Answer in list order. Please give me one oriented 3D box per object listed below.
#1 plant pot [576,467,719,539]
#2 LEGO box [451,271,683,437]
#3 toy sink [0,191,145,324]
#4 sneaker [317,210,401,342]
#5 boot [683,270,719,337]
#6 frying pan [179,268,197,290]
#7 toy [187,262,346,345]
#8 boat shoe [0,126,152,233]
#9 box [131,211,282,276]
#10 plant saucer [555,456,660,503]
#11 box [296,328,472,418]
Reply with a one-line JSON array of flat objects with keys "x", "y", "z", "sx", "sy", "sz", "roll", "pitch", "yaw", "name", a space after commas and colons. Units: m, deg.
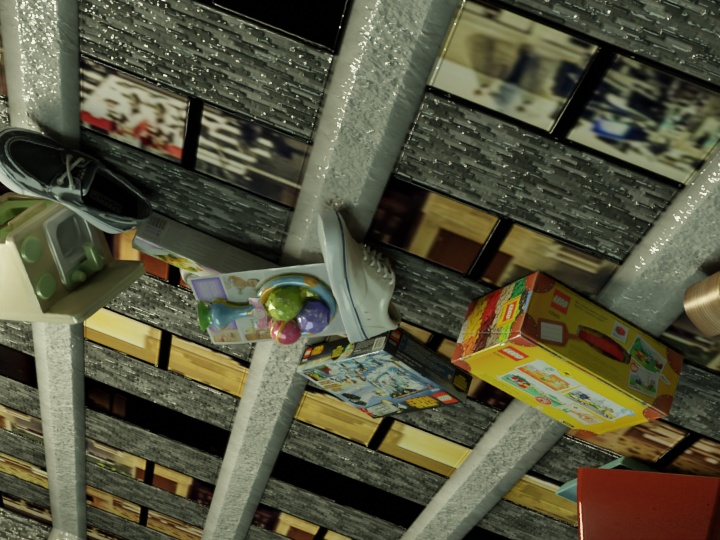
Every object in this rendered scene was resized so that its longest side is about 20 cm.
[{"x": 0.385, "y": 0.376, "z": 1.985, "sx": 0.198, "sy": 0.178, "sz": 0.200, "roll": 0, "pitch": 153, "yaw": 28, "name": "plant pot"}, {"x": 0.222, "y": 0.096, "z": 1.683, "sx": 0.199, "sy": 0.078, "sz": 0.149, "roll": 29, "pitch": 154, "yaw": -18, "name": "LEGO box"}, {"x": -0.373, "y": -0.021, "z": 1.808, "sx": 0.199, "sy": 0.130, "sz": 0.113, "roll": 3, "pitch": 121, "yaw": 37, "name": "toy sink"}, {"x": 0.000, "y": 0.000, "z": 1.689, "sx": 0.070, "sy": 0.073, "sz": 0.201, "roll": -16, "pitch": 142, "yaw": 1, "name": "sneaker"}, {"x": 0.421, "y": 0.055, "z": 1.457, "sx": 0.199, "sy": 0.074, "sz": 0.154, "roll": 30, "pitch": 150, "yaw": -26, "name": "boot"}, {"x": -0.151, "y": 0.034, "z": 1.912, "sx": 0.114, "sy": 0.031, "sz": 0.190, "roll": -2, "pitch": 145, "yaw": 43, "name": "frying pan"}, {"x": -0.092, "y": 0.052, "z": 1.781, "sx": 0.198, "sy": 0.047, "sz": 0.116, "roll": -3, "pitch": 135, "yaw": 13, "name": "toy"}, {"x": -0.318, "y": -0.101, "z": 1.705, "sx": 0.199, "sy": 0.072, "sz": 0.067, "roll": 33, "pitch": 155, "yaw": -32, "name": "boat shoe"}, {"x": -0.169, "y": -0.011, "z": 1.814, "sx": 0.198, "sy": 0.042, "sz": 0.039, "roll": 22, "pitch": 156, "yaw": -6, "name": "box"}, {"x": 0.332, "y": 0.284, "z": 2.062, "sx": 0.069, "sy": 0.019, "sz": 0.200, "roll": 24, "pitch": 156, "yaw": -9, "name": "plant saucer"}, {"x": 0.028, "y": 0.131, "z": 1.954, "sx": 0.136, "sy": 0.040, "sz": 0.199, "roll": 34, "pitch": 152, "yaw": -25, "name": "box"}]
